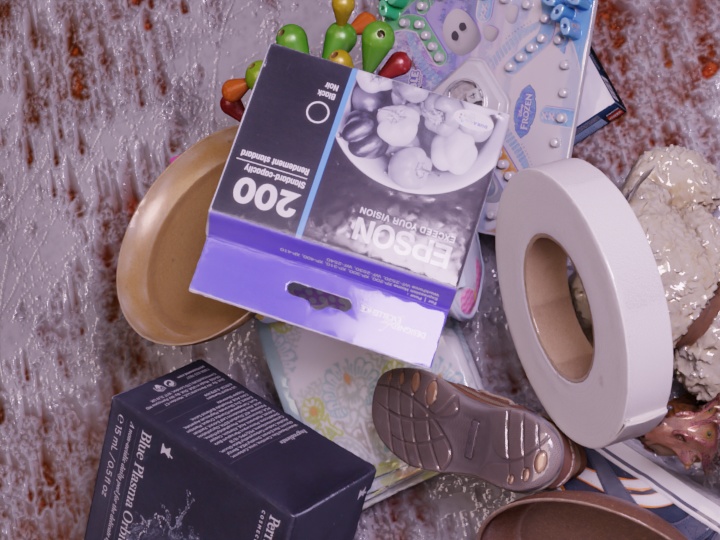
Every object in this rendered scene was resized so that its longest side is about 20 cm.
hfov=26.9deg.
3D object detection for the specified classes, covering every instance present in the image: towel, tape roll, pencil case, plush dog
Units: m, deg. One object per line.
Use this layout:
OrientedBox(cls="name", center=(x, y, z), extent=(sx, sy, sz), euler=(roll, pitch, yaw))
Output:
OrientedBox(cls="towel", center=(0.012, 0.088, 1.270), extent=(0.170, 0.048, 0.201), euler=(-26, 73, 18))
OrientedBox(cls="tape roll", center=(0.153, 0.023, 1.053), extent=(0.037, 0.203, 0.204), euler=(-15, 73, -17))
OrientedBox(cls="pencil case", center=(0.000, 0.000, 1.214), extent=(0.198, 0.091, 0.084), euler=(-1, 82, 23))
OrientedBox(cls="plush dog", center=(0.247, 0.024, 1.122), extent=(0.171, 0.160, 0.201), euler=(31, 97, 2))

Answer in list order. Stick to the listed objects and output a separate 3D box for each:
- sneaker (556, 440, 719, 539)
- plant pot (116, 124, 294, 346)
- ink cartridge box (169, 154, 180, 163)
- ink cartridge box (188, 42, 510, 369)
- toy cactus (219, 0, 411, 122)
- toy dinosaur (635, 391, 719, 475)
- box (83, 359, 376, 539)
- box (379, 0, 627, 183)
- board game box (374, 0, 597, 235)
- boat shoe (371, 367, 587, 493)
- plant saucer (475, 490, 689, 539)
OrientedBox(cls="sneaker", center=(0.214, 0.180, 1.143), extent=(0.199, 0.078, 0.080), euler=(32, 93, 36))
OrientedBox(cls="plant pot", center=(-0.113, -0.026, 1.217), extent=(0.199, 0.027, 0.202), euler=(-20, 52, 27))
OrientedBox(cls="ink cartridge box", center=(-0.074, -0.080, 1.340), extent=(0.198, 0.037, 0.096), euler=(-16, 77, 21))
OrientedBox(cls="ink cartridge box", center=(-0.008, -0.051, 1.131), extent=(0.196, 0.043, 0.202), euler=(17, 76, 4))
OrientedBox(cls="toy cactus", center=(-0.024, -0.127, 1.246), extent=(0.199, 0.102, 0.166), euler=(-28, 88, 34))
OrientedBox(cls="toy dinosaur", center=(0.303, 0.099, 1.057), extent=(0.200, 0.136, 0.086), euler=(-39, 37, 3))
OrientedBox(cls="box", center=(-0.116, 0.214, 1.244), extent=(0.199, 0.117, 0.198), euler=(28, 117, 26))
OrientedBox(cls="box", center=(0.115, -0.182, 1.257), extent=(0.136, 0.038, 0.201), euler=(-32, 71, 21))
OrientedBox(cls="board game box", center=(0.084, -0.136, 1.226), extent=(0.199, 0.026, 0.202), euler=(13, 96, 34))
OrientedBox(cls="boat shoe", center=(0.089, 0.127, 1.166), extent=(0.199, 0.071, 0.076), euler=(21, 95, 45))
OrientedBox(cls="plant saucer", center=(0.183, 0.225, 1.118), extent=(0.199, 0.201, 0.037), euler=(10, 46, 27))
